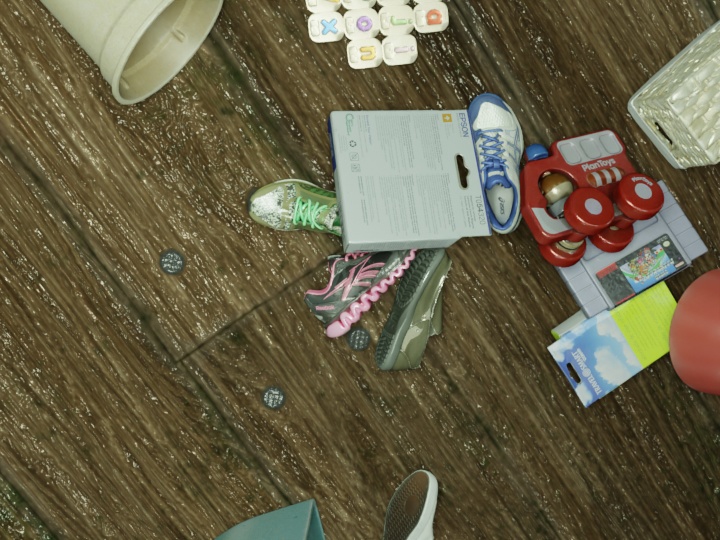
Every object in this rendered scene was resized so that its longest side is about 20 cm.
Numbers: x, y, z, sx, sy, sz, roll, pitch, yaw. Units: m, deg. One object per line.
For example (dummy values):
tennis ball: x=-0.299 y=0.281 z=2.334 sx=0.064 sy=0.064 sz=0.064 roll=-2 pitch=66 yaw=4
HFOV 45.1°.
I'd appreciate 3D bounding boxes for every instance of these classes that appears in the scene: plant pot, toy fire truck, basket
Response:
plant pot: x=-0.305 y=-0.346 z=1.092 sx=0.183 sy=0.200 sz=0.200 roll=41 pitch=94 yaw=1
plant pot: x=-0.149 y=0.475 z=1.249 sx=0.200 sy=0.196 sz=0.196 roll=-12 pitch=101 yaw=6
toy fire truck: x=0.305 y=-0.110 z=1.203 sx=0.200 sy=0.112 sz=0.168 roll=-15 pitch=65 yaw=-21
plant pot: x=0.577 y=0.101 z=1.235 sx=0.200 sy=0.177 sz=0.201 roll=-4 pitch=99 yaw=-24
basket: x=0.504 y=-0.250 z=1.216 sx=0.200 sy=0.123 sz=0.136 roll=-41 pitch=101 yaw=3

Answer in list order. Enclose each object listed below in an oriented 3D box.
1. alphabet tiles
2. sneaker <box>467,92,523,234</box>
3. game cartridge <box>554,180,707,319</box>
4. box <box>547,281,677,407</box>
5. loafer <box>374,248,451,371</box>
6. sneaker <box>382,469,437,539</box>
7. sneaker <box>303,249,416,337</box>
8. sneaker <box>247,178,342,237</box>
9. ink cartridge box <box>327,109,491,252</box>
alphabet tiles: x=0.020 y=-0.383 z=1.196 sx=0.195 sy=0.015 sz=0.200 roll=-8 pitch=101 yaw=-4
sneaker: x=0.195 y=-0.149 z=1.214 sx=0.075 sy=0.088 sz=0.200 roll=-11 pitch=100 yaw=13
game cartridge: x=0.387 y=-0.029 z=1.267 sx=0.200 sy=0.038 sz=0.130 roll=-30 pitch=75 yaw=0
box: x=0.384 y=0.099 z=1.303 sx=0.200 sy=0.048 sz=0.122 roll=-35 pitch=102 yaw=-1
loafer: x=0.086 y=0.058 z=1.260 sx=0.070 sy=0.075 sz=0.200 roll=19 pitch=102 yaw=-21
sneaker: x=0.083 y=0.402 z=1.327 sx=0.085 sy=0.073 sz=0.200 roll=18 pitch=92 yaw=-40
sneaker: x=0.000 y=0.000 z=1.239 sx=0.095 sy=0.079 sz=0.200 roll=45 pitch=92 yaw=0
sneaker: x=-0.056 y=-0.082 z=1.203 sx=0.200 sy=0.089 sz=0.077 roll=5 pitch=100 yaw=-7
ink cartridge box: x=0.064 y=-0.125 z=1.185 sx=0.200 sy=0.043 sz=0.196 roll=-2 pitch=70 yaw=-13
